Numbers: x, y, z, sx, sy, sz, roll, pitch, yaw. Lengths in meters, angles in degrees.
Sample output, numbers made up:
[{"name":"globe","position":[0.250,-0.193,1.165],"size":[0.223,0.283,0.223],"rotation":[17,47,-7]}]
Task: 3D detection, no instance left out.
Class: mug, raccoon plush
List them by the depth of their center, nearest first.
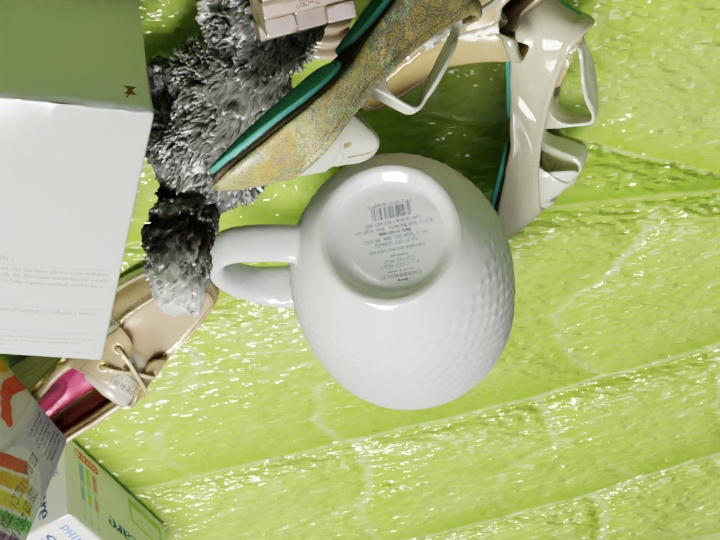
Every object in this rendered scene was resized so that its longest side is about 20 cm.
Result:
[{"name":"raccoon plush","position":[-0.067,-0.084,1.011],"size":[0.096,0.202,0.134],"rotation":[6,150,-26]},{"name":"mug","position":[0.000,0.000,1.099],"size":[0.198,0.149,0.175],"rotation":[3,165,6]}]

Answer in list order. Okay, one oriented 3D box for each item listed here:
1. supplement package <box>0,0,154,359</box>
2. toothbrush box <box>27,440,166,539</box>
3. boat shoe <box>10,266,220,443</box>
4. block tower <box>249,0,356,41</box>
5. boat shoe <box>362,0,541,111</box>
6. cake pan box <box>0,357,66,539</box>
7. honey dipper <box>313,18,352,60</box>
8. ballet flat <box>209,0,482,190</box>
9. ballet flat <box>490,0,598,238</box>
[{"name":"supplement package","position":[-0.202,-0.059,1.048],"size":[0.116,0.118,0.201],"rotation":[5,131,-16]},{"name":"toothbrush box","position":[-0.267,0.237,1.323],"size":[0.199,0.086,0.146],"rotation":[-28,132,13]},{"name":"boat shoe","position":[-0.175,0.068,1.204],"size":[0.200,0.069,0.074],"rotation":[-37,130,19]},{"name":"block tower","position":[-0.047,-0.225,0.929],"size":[0.054,0.058,0.202],"rotation":[-14,112,-8]},{"name":"boat shoe","position":[0.072,-0.155,1.045],"size":[0.200,0.076,0.072],"rotation":[-41,168,23]},{"name":"cake pan box","position":[-0.276,0.098,1.082],"size":[0.052,0.200,0.185],"rotation":[-33,106,16]},{"name":"honey dipper","position":[-0.011,-0.218,1.009],"size":[0.038,0.038,0.201],"rotation":[0,130,-14]},{"name":"ballet flat","position":[0.000,-0.102,0.974],"size":[0.200,0.070,0.071],"rotation":[-49,136,-19]},{"name":"ballet flat","position":[0.122,-0.093,1.129],"size":[0.069,0.070,0.201],"rotation":[-7,134,-8]}]
